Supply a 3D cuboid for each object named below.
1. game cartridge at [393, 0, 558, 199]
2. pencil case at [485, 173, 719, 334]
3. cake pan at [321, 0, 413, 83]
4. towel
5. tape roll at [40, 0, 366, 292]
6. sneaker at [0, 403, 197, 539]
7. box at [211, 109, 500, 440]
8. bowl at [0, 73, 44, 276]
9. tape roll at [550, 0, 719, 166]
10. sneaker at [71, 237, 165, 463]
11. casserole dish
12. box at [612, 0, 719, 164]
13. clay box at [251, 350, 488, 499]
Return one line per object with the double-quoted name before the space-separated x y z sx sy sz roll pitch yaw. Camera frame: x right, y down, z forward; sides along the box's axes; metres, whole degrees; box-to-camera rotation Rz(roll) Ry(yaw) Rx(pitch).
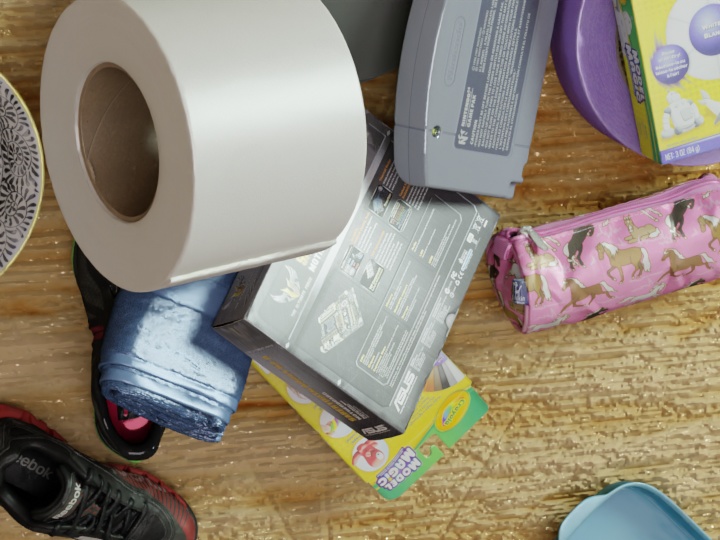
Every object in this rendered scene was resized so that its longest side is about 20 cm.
"game cartridge" 0.085 -0.157 1.621 0.133 0.041 0.201 6 97 -52
"pencil case" 0.201 -0.014 1.707 0.200 0.087 0.083 -15 76 -10
"cake pan" -0.009 -0.227 1.604 0.200 0.037 0.201 -8 112 -20
"towel" -0.122 0.015 1.600 0.112 0.049 0.200 26 66 -26
"tape roll" -0.108 -0.096 1.486 0.139 0.203 0.203 -14 109 -35
"sneaker" -0.206 0.172 1.646 0.200 0.098 0.071 30 94 -20
"box" 0.000 0.000 1.624 0.158 0.048 0.200 36 63 -23
"bowl" -0.327 -0.076 1.552 0.200 0.094 0.201 -4 106 -13
"tape roll" 0.248 -0.184 1.681 0.200 0.066 0.201 -3 104 -13
"sneaker" -0.168 0.048 1.629 0.077 0.084 0.200 -11 107 -12
"casserole dish" 0.234 0.252 1.806 0.121 0.039 0.200 -46 111 1
"box" 0.249 -0.190 1.622 0.117 0.048 0.200 -17 106 -10
"clay box" -0.005 0.072 1.695 0.115 0.048 0.200 -43 110 -2
